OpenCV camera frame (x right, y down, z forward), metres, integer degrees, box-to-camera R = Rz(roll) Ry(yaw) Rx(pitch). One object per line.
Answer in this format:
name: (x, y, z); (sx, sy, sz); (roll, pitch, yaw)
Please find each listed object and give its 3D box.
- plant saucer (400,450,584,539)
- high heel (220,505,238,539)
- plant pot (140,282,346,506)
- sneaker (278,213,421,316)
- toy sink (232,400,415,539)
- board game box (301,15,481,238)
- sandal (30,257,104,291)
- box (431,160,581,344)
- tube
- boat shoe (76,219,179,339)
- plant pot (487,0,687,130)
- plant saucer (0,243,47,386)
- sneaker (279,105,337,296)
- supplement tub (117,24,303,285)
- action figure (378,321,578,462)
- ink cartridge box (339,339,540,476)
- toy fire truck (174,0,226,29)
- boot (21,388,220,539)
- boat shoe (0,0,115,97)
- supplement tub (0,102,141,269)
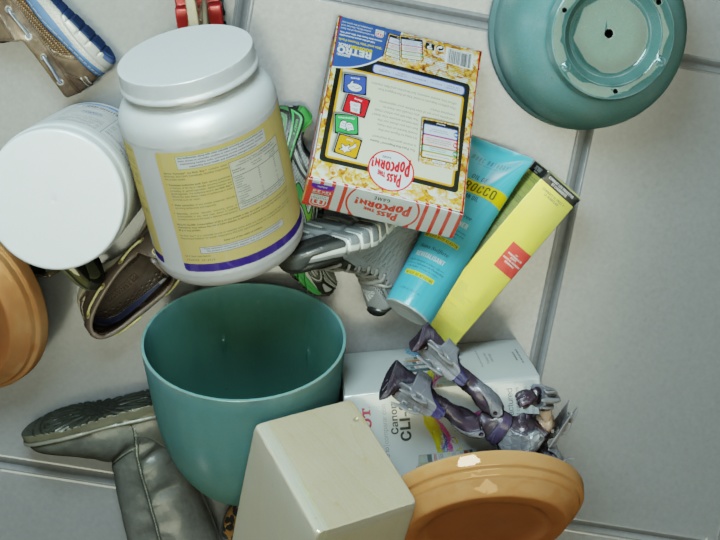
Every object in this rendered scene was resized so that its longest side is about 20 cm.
plant saucer: (0.116, 0.232, 1.266); (0.198, 0.038, 0.201); (-4, 145, -3)
high heel: (-0.051, 0.306, 1.435); (0.142, 0.071, 0.201); (-31, 100, 11)
plant pot: (-0.113, 0.134, 1.331); (0.198, 0.201, 0.163); (-1, 121, -3)
sneaker: (0.000, 0.000, 1.327); (0.199, 0.075, 0.117); (-23, 119, -40)
toy sink: (-0.037, 0.243, 1.250); (0.111, 0.131, 0.201); (-11, 135, -28)
board game box: (0.033, -0.141, 1.290); (0.150, 0.046, 0.202); (13, 58, -5)
sandal: (-0.343, -0.029, 1.335); (0.199, 0.080, 0.058); (27, 102, 9)
box: (0.137, -0.018, 1.370); (0.050, 0.075, 0.200); (39, 96, -11)
tube: (0.095, -0.041, 1.340); (0.077, 0.050, 0.201); (25, 75, 19)
boat shoe: (-0.206, -0.010, 1.350); (0.200, 0.060, 0.072); (-42, 122, 7)
plant pot: (0.230, -0.231, 1.299); (0.198, 0.134, 0.203); (0, 102, -2)
plant saucer: (-0.404, 0.034, 1.319); (0.198, 0.037, 0.202); (10, 119, 18)
sneaker: (-0.058, -0.070, 1.346); (0.084, 0.078, 0.202); (-16, 102, 0)
supplement tub: (-0.137, -0.104, 1.211); (0.144, 0.146, 0.202); (-11, 122, -1)
action figure: (0.117, 0.140, 1.254); (0.199, 0.069, 0.131); (34, 104, -6)
ink cartridge box: (0.079, 0.165, 1.368); (0.197, 0.145, 0.147); (-5, 103, -1)
toy fire truck: (-0.153, -0.230, 1.274); (0.048, 0.141, 0.202); (-7, 102, -1)
boot: (-0.249, 0.237, 1.412); (0.180, 0.073, 0.202); (-10, 109, 1)
boat shoe: (-0.332, -0.252, 1.295); (0.072, 0.072, 0.200); (-43, 101, 7)
supplement tub: (-0.270, -0.084, 1.266); (0.130, 0.200, 0.134); (0, 104, 0)
